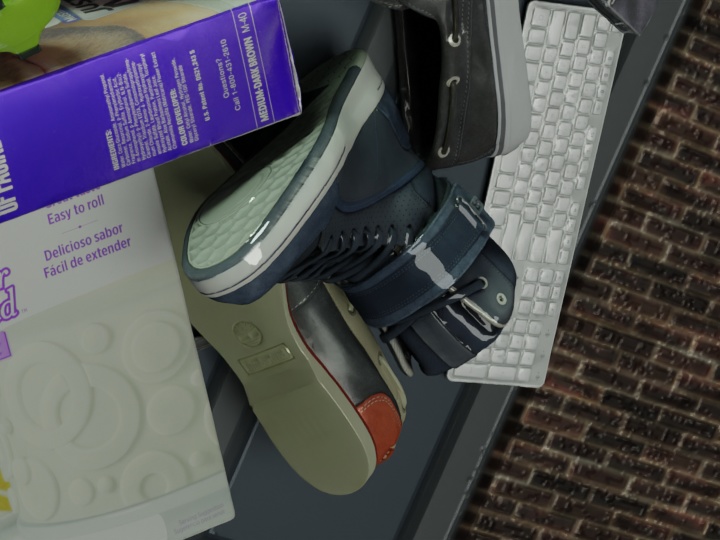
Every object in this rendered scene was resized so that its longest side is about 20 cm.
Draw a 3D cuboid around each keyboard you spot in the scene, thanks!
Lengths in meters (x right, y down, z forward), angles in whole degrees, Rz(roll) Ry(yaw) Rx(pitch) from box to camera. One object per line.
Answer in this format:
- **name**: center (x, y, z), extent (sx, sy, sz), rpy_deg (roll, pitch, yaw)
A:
- **keyboard**: center (0.088, -0.037, 1.480), extent (0.056, 0.011, 0.201), rpy_deg (3, 107, -29)

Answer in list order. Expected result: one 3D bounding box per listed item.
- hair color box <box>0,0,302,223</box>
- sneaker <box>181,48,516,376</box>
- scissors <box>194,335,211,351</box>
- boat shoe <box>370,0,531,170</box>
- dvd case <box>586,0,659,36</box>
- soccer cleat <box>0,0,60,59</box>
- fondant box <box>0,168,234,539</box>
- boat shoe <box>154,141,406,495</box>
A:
- **hair color box**: center (-0.140, -0.078, 1.284), extent (0.199, 0.109, 0.065), rpy_deg (-23, 118, -19)
- **sneaker**: center (0.002, -0.001, 1.330), extent (0.077, 0.202, 0.146), rpy_deg (-25, 106, 29)
- **scissors**: center (-0.153, 0.064, 1.391), extent (0.199, 0.014, 0.073), rpy_deg (-3, 108, -28)
- **boat shoe**: center (0.031, -0.136, 1.382), extent (0.066, 0.070, 0.201), rpy_deg (-24, 126, -20)
- **dvd case**: center (0.128, -0.233, 1.367), extent (0.149, 0.016, 0.200), rpy_deg (37, 75, -34)
- **soccer cleat**: center (-0.222, -0.109, 1.205), extent (0.199, 0.068, 0.081), rpy_deg (-15, 138, 5)
- **fondant box**: center (-0.151, 0.045, 1.343), extent (0.144, 0.058, 0.201), rpy_deg (-21, 113, -21)
- **boat shoe**: center (-0.039, 0.011, 1.400), extent (0.200, 0.071, 0.063), rpy_deg (60, 40, -18)
